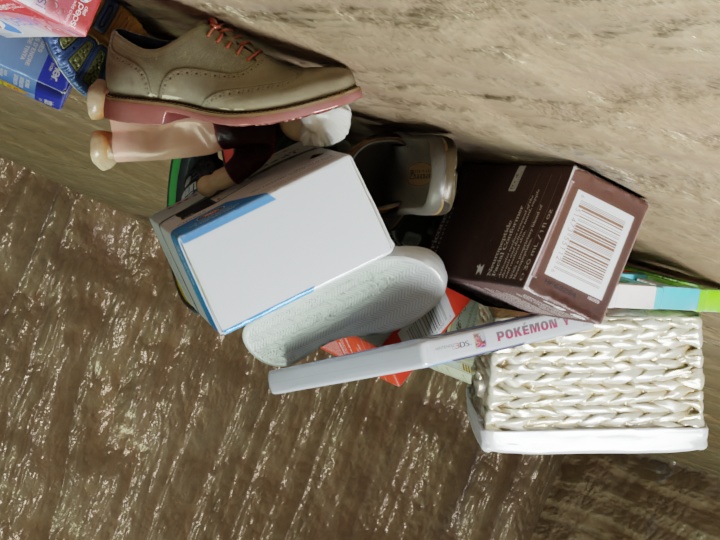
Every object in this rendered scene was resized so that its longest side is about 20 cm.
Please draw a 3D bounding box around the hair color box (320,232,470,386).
[{"bbox_3d":[-0.015,0.012,1.755,0.200,0.111,0.064,23,153,37],"label":"hair color box"}]

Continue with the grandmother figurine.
[{"bbox_3d":[-0.105,-0.119,1.494,0.199,0.122,0.061,1,-160,11],"label":"grandmother figurine"}]

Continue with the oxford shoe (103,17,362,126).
[{"bbox_3d":[-0.096,-0.144,1.417,0.199,0.075,0.070,1,-168,16],"label":"oxford shoe"}]

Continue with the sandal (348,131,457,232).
[{"bbox_3d":[0.017,-0.069,1.549,0.054,0.082,0.200,-1,-178,-22],"label":"sandal"}]

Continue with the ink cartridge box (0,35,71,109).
[{"bbox_3d":[-0.301,-0.202,1.678,0.199,0.077,0.136,22,175,-9],"label":"ink cartridge box"}]

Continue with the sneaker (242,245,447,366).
[{"bbox_3d":[0.000,0.000,1.576,0.200,0.116,0.074,-20,115,38],"label":"sneaker"}]

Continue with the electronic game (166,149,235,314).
[{"bbox_3d":[-0.135,-0.061,1.743,0.041,0.201,0.200,2,-177,-22],"label":"electronic game"}]

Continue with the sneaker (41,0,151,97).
[{"bbox_3d":[-0.201,-0.169,1.577,0.088,0.075,0.200,33,177,41],"label":"sneaker"}]

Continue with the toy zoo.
[{"bbox_3d":[0.198,0.009,1.628,0.200,0.021,0.131,4,-170,-45],"label":"toy zoo"}]

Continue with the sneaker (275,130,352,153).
[{"bbox_3d":[-0.045,-0.088,1.730,0.067,0.090,0.200,53,-171,-32],"label":"sneaker"}]

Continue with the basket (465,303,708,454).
[{"bbox_3d":[0.197,0.082,1.716,0.199,0.124,0.136,1,-167,-3],"label":"basket"}]

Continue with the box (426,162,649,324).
[{"bbox_3d":[0.127,-0.024,1.489,0.075,0.100,0.200,25,174,-19],"label":"box"}]

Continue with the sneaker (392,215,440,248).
[{"bbox_3d":[0.095,-0.042,1.679,0.200,0.074,0.089,22,-164,-35],"label":"sneaker"}]

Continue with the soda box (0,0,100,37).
[{"bbox_3d":[-0.243,-0.208,1.409,0.070,0.064,0.200,25,175,-26],"label":"soda box"}]

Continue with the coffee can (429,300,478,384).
[{"bbox_3d":[0.127,0.041,1.889,0.199,0.147,0.146,21,175,27],"label":"coffee can"}]

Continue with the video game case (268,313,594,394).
[{"bbox_3d":[0.054,0.062,1.560,0.182,0.023,0.200,-11,178,-39],"label":"video game case"}]

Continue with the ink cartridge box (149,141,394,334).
[{"bbox_3d":[-0.074,-0.030,1.515,0.084,0.145,0.200,64,172,-11],"label":"ink cartridge box"}]
